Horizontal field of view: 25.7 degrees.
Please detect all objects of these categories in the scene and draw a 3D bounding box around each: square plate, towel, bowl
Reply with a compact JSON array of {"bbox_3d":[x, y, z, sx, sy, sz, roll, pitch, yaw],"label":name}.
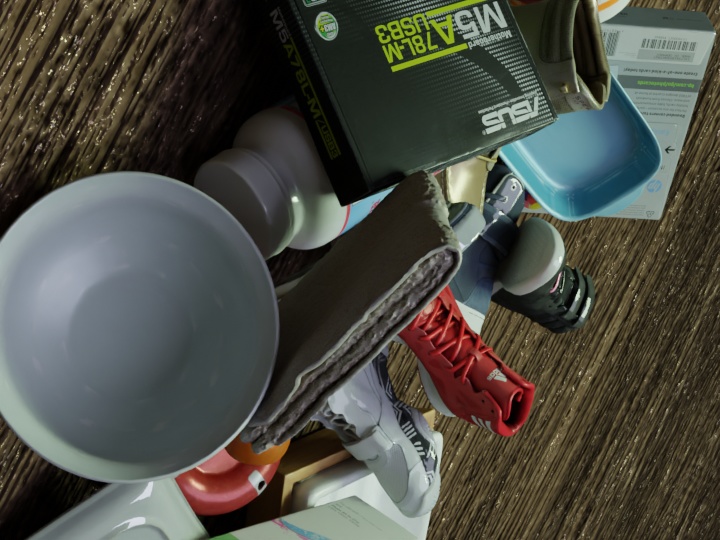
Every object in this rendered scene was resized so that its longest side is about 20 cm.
[{"bbox_3d":[-0.198,0.251,1.185,0.199,0.028,0.199,-33,139,-9],"label":"square plate"},{"bbox_3d":[-0.013,0.024,1.060,0.034,0.133,0.200,38,107,-22],"label":"towel"},{"bbox_3d":[-0.155,0.041,1.060,0.202,0.200,0.090,-57,-178,-10],"label":"bowl"}]

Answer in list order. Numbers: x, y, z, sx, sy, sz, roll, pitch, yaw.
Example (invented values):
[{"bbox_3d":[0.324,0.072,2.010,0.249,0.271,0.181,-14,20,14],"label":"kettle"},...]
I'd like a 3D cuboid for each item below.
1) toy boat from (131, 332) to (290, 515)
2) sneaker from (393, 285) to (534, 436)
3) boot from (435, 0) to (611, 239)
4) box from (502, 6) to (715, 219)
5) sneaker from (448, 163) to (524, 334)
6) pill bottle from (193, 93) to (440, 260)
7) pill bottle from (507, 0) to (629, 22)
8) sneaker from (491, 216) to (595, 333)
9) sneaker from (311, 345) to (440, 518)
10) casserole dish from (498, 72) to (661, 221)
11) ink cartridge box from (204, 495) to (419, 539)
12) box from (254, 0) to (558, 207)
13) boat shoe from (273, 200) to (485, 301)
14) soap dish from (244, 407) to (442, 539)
[{"bbox_3d":[-0.105,0.106,1.176,0.131,0.130,0.201,-45,141,-24],"label":"toy boat"},{"bbox_3d":[0.080,0.054,1.258,0.078,0.115,0.200,-49,127,-15],"label":"sneaker"},{"bbox_3d":[0.121,-0.120,1.259,0.072,0.153,0.202,6,84,-54],"label":"boot"},{"bbox_3d":[0.217,-0.140,1.414,0.154,0.041,0.202,2,126,-9],"label":"box"},{"bbox_3d":[0.064,-0.040,1.353,0.202,0.076,0.147,29,84,-52],"label":"sneaker"},{"bbox_3d":[-0.025,-0.084,1.178,0.199,0.108,0.110,-33,135,-36],"label":"pill bottle"},{"bbox_3d":[0.160,-0.306,1.275,0.114,0.114,0.201,-44,140,-26],"label":"pill bottle"},{"bbox_3d":[0.176,0.008,1.419,0.200,0.098,0.071,146,-34,-77],"label":"sneaker"},{"bbox_3d":[-0.016,0.122,1.299,0.114,0.075,0.202,-20,87,-33],"label":"sneaker"},{"bbox_3d":[0.178,-0.128,1.370,0.121,0.039,0.200,-32,125,18],"label":"casserole dish"},{"bbox_3d":[-0.057,0.276,1.248,0.199,0.087,0.147,-9,120,-51],"label":"ink cartridge box"},{"bbox_3d":[0.031,-0.166,1.147,0.199,0.047,0.195,-21,85,-37],"label":"box"},{"bbox_3d":[0.000,0.000,1.186,0.199,0.062,0.072,-33,-173,9],"label":"boat shoe"},{"bbox_3d":[-0.020,0.212,1.398,0.199,0.081,0.159,-18,124,-46],"label":"soap dish"}]
